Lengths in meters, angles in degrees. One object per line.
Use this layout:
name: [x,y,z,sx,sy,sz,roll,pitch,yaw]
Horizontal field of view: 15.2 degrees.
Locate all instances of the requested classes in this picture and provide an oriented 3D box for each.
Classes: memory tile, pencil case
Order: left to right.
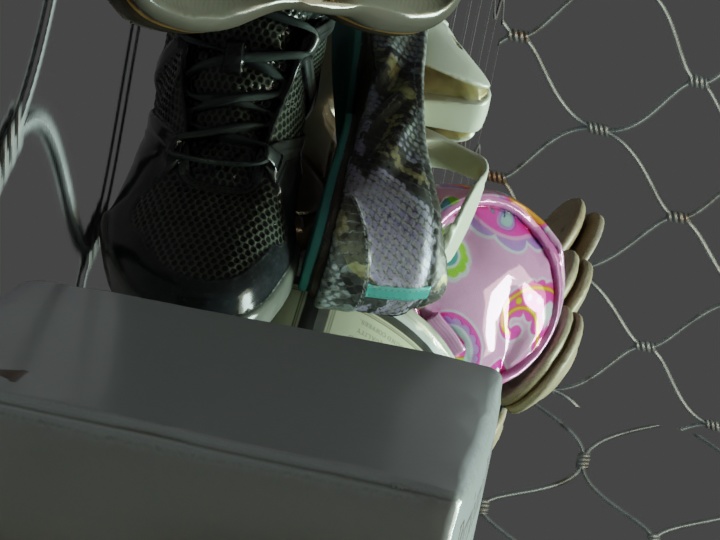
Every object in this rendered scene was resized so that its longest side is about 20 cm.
pencil case: [0.000,0.000,1.154,0.200,0.087,0.088,10,-94,56]
memory tile: [0.037,0.064,1.193,0.200,0.017,0.153,-48,-167,25]

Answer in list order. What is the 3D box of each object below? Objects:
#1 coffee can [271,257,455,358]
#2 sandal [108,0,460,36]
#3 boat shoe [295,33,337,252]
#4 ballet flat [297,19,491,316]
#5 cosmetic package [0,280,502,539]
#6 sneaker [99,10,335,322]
coffee can: [-0.048,0.115,1.027,0.147,0.146,0.200,96,8,-51]
sandal: [-0.016,-0.118,0.939,0.200,0.054,0.082,6,83,-51]
boat shoe: [-0.046,-0.068,1.157,0.076,0.072,0.200,-44,-160,37]
ballet flat: [0.017,-0.054,1.055,0.201,0.072,0.072,-85,-178,-46]
cosmetic package: [-0.060,0.125,0.816,0.167,0.166,0.201,-53,154,-78]
sneaker: [-0.050,-0.065,1.000,0.200,0.076,0.114,-77,174,-49]
